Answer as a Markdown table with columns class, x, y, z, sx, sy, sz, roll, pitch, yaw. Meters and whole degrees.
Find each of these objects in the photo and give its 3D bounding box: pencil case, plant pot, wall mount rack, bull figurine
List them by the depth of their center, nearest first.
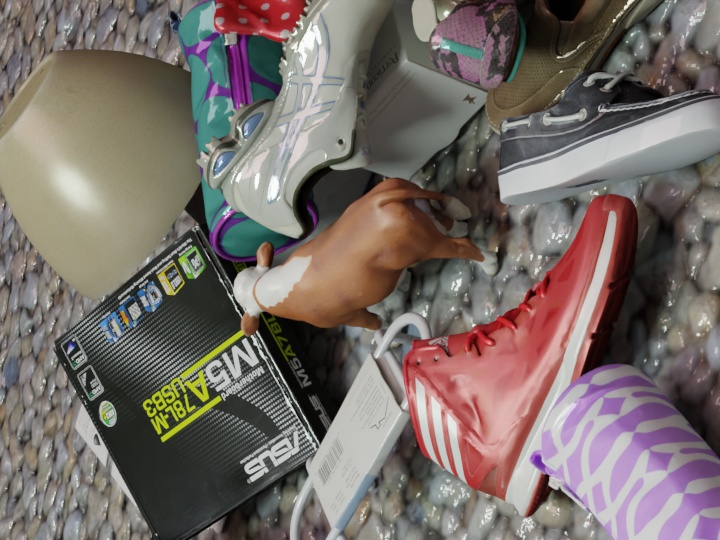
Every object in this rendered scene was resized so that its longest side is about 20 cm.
| class | x | y | z | sx | sy | sz | roll | pitch | yaw |
| --- | --- | --- | --- | --- | --- | --- | --- | --- | --- |
| pencil case | 0.165 | 0.133 | 0.853 | 0.085 | 0.084 | 0.200 | -36 | 39 | -1 |
| wall mount rack | 0.032 | 0.137 | 1.075 | 0.201 | 0.074 | 0.174 | -62 | 32 | 22 |
| bull figurine | 0.000 | 0.000 | 1.119 | 0.199 | 0.120 | 0.066 | -33 | 52 | 47 |
| pencil case | -0.086 | -0.110 | 1.196 | 0.093 | 0.084 | 0.202 | 85 | 174 | -63 |
| plant pot | -0.215 | -0.098 | 1.288 | 0.200 | 0.134 | 0.201 | -43 | 24 | 25 |

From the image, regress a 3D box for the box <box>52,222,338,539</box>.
| class | x | y | z | sx | sy | sz | roll | pitch | yaw |
| --- | --- | --- | --- | --- | --- | --- | --- | --- | --- |
| box | -0.128 | 0.092 | 1.251 | 0.199 | 0.047 | 0.195 | -35 | 79 | 35 |

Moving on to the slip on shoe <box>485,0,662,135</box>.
| class | x | y | z | sx | sy | sz | roll | pitch | yaw |
| --- | --- | --- | --- | --- | --- | --- | --- | --- | --- |
| slip on shoe | 0.133 | -0.162 | 1.027 | 0.200 | 0.060 | 0.077 | -43 | 46 | 41 |

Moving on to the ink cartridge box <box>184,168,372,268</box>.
| class | x | y | z | sx | sy | sz | roll | pitch | yaw |
| --- | --- | --- | --- | --- | --- | --- | --- | --- | --- |
| ink cartridge box | -0.078 | -0.075 | 1.313 | 0.200 | 0.066 | 0.117 | 42 | 113 | 54 |

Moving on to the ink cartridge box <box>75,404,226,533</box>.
| class | x | y | z | sx | sy | sz | roll | pitch | yaw |
| --- | --- | --- | --- | --- | --- | --- | --- | --- | --- |
| ink cartridge box | -0.168 | 0.128 | 1.381 | 0.200 | 0.067 | 0.117 | 34 | 108 | 55 |

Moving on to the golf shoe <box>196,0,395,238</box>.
| class | x | y | z | sx | sy | sz | roll | pitch | yaw |
| --- | --- | --- | --- | --- | --- | --- | --- | --- | --- |
| golf shoe | -0.016 | -0.114 | 1.074 | 0.097 | 0.078 | 0.201 | 39 | 104 | 15 |

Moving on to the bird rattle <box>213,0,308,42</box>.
| class | x | y | z | sx | sy | sz | roll | pitch | yaw |
| --- | --- | --- | --- | --- | --- | --- | --- | --- | --- |
| bird rattle | -0.037 | -0.256 | 1.113 | 0.162 | 0.112 | 0.203 | -12 | 65 | 32 |

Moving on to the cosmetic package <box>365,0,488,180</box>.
| class | x | y | z | sx | sy | sz | roll | pitch | yaw |
| --- | --- | --- | --- | --- | --- | --- | --- | --- | --- |
| cosmetic package | 0.014 | -0.180 | 1.181 | 0.108 | 0.084 | 0.202 | -45 | 43 | 34 |

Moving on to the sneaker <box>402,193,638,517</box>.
| class | x | y | z | sx | sy | sz | roll | pitch | yaw |
| --- | --- | --- | --- | --- | --- | --- | --- | --- | --- |
| sneaker | 0.087 | 0.037 | 0.969 | 0.114 | 0.078 | 0.202 | 21 | 98 | 16 |

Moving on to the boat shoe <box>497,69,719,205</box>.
| class | x | y | z | sx | sy | sz | roll | pitch | yaw |
| --- | --- | --- | --- | --- | --- | --- | --- | --- | --- |
| boat shoe | 0.148 | -0.089 | 0.968 | 0.199 | 0.071 | 0.069 | -16 | 79 | 61 |

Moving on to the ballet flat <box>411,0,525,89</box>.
| class | x | y | z | sx | sy | sz | roll | pitch | yaw |
| --- | --- | --- | --- | --- | --- | --- | --- | --- | --- |
| ballet flat | 0.068 | -0.166 | 1.041 | 0.200 | 0.070 | 0.070 | -79 | 6 | -69 |
